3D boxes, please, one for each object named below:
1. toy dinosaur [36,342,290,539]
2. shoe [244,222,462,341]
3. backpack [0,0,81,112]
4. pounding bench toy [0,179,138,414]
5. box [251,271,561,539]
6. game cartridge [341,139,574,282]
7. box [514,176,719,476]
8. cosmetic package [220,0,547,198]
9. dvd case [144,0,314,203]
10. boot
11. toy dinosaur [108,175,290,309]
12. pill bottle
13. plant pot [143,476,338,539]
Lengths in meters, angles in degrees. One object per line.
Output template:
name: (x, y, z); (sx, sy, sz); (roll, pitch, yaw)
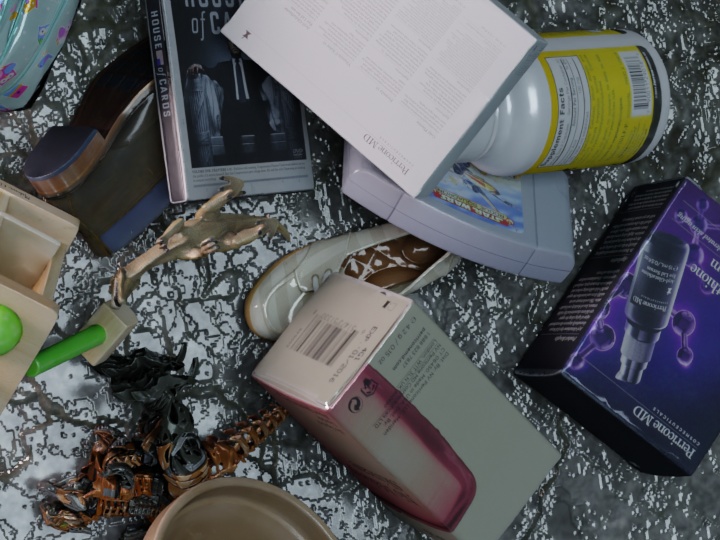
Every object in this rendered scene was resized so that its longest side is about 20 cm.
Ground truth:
toy dinosaur: (-0.155, 0.134, 1.735); (0.199, 0.102, 0.137); (-25, 110, -35)
shoe: (0.000, 0.000, 1.792); (0.199, 0.053, 0.070); (-24, 95, -17)
backpack: (-0.277, -0.221, 1.657); (0.126, 0.166, 0.201); (18, 92, -55)
pounding bench toy: (-0.261, 0.036, 1.635); (0.199, 0.156, 0.125); (27, 116, -15)
box: (0.035, 0.112, 1.731); (0.109, 0.128, 0.200); (-51, 120, -12)
game cartridge: (0.080, -0.065, 1.789); (0.199, 0.134, 0.042); (22, 122, -16)
box: (0.248, 0.047, 1.841); (0.148, 0.104, 0.201); (36, 77, -13)
cosmetic package: (0.017, -0.175, 1.685); (0.200, 0.052, 0.151); (41, 101, 9)
dvd case: (-0.103, -0.157, 1.744); (0.150, 0.025, 0.202); (-8, 91, -50)
boot: (-0.172, -0.104, 1.751); (0.200, 0.074, 0.097); (-47, 127, -25)
toy dinosaur: (-0.112, -0.031, 1.708); (0.199, 0.101, 0.059); (-23, 87, -42)
pill bottle: (0.140, -0.133, 1.786); (0.199, 0.111, 0.112); (-6, 89, -35)
plant pot: (-0.099, 0.266, 1.711); (0.200, 0.093, 0.202); (21, 54, -30)
